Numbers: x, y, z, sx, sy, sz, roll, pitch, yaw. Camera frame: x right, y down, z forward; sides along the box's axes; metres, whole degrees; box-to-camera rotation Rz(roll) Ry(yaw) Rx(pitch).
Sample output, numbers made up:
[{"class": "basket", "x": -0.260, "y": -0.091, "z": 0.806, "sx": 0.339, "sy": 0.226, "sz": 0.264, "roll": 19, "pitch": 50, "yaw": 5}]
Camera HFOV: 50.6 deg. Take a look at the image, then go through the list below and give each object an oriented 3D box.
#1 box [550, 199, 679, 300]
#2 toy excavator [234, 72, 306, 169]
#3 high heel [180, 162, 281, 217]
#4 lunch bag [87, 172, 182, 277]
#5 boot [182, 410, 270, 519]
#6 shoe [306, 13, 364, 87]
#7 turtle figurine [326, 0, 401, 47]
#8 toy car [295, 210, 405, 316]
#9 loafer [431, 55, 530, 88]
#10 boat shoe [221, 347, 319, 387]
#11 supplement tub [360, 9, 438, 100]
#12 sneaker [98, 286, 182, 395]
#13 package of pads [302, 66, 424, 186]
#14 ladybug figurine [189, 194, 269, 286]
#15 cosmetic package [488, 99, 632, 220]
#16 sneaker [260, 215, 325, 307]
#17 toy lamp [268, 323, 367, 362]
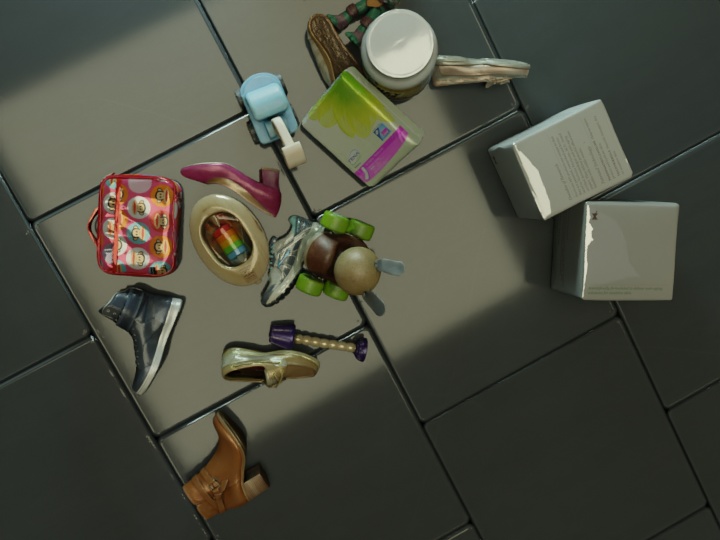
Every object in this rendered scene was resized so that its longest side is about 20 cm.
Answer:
[{"class": "box", "x": 0.518, "y": -0.046, "z": 1.566, "sx": 0.199, "sy": 0.171, "sz": 0.200, "roll": 1, "pitch": 95, "yaw": -7}, {"class": "toy excavator", "x": -0.164, "y": -0.284, "z": 1.442, "sx": 0.100, "sy": 0.200, "sz": 0.195, "roll": -23, "pitch": 97, "yaw": -4}, {"class": "high heel", "x": -0.256, "y": -0.159, "z": 1.510, "sx": 0.200, "sy": 0.067, "sz": 0.096, "roll": 3, "pitch": 84, "yaw": -21}, {"class": "lunch bag", "x": -0.443, "y": -0.089, "z": 1.488, "sx": 0.176, "sy": 0.082, "sz": 0.200, "roll": 3, "pitch": 93, "yaw": -4}, {"class": "boot", "x": -0.295, "y": 0.402, "z": 1.554, "sx": 0.155, "sy": 0.074, "sz": 0.200, "roll": -27, "pitch": 95, "yaw": 0}, {"class": "shoe", "x": -0.049, "y": -0.415, "z": 1.523, "sx": 0.070, "sy": 0.053, "sz": 0.200, "roll": -31, "pitch": 104, "yaw": -18}, {"class": "turtle figurine", "x": 0.034, "y": -0.539, "z": 1.487, "sx": 0.200, "sy": 0.150, "sz": 0.101, "roll": -47, "pitch": 135, "yaw": 10}, {"class": "toy car", "x": 0.000, "y": 0.000, "z": 1.472, "sx": 0.158, "sy": 0.200, "sz": 0.164, "roll": 12, "pitch": 103, "yaw": -50}, {"class": "loafer", "x": 0.244, "y": -0.402, "z": 1.558, "sx": 0.200, "sy": 0.072, "sz": 0.063, "roll": 4, "pitch": 111, "yaw": -2}, {"class": "boat shoe", "x": -0.183, "y": 0.204, "z": 1.539, "sx": 0.200, "sy": 0.066, "sz": 0.074, "roll": 2, "pitch": 135, "yaw": -1}, {"class": "supplement tub", "x": 0.073, "y": -0.410, "z": 1.453, "sx": 0.144, "sy": 0.200, "sz": 0.145, "roll": 0, "pitch": 93, "yaw": 2}, {"class": "sneaker", "x": -0.453, "y": 0.132, "z": 1.497, "sx": 0.146, "sy": 0.077, "sz": 0.203, "roll": 20, "pitch": 83, "yaw": -20}, {"class": "package of pads", "x": 0.001, "y": -0.278, "z": 1.497, "sx": 0.200, "sy": 0.068, "sz": 0.154, "roll": 42, "pitch": 130, "yaw": -9}, {"class": "ladybug figurine", "x": -0.256, "y": -0.059, "z": 1.511, "sx": 0.136, "sy": 0.072, "sz": 0.200, "roll": -29, "pitch": 96, "yaw": 3}, {"class": "cosmetic package", "x": 0.397, "y": -0.220, "z": 1.537, "sx": 0.200, "sy": 0.167, "sz": 0.167, "roll": -27, "pitch": 98, "yaw": -3}, {"class": "sneaker", "x": -0.154, "y": -0.020, "z": 1.541, "sx": 0.086, "sy": 0.078, "sz": 0.200, "roll": 31, "pitch": 84, "yaw": 3}, {"class": "toy lamp", "x": -0.087, "y": 0.147, "z": 1.565, "sx": 0.200, "sy": 0.058, "sz": 0.058, "roll": 11, "pitch": 94, "yaw": -11}]
